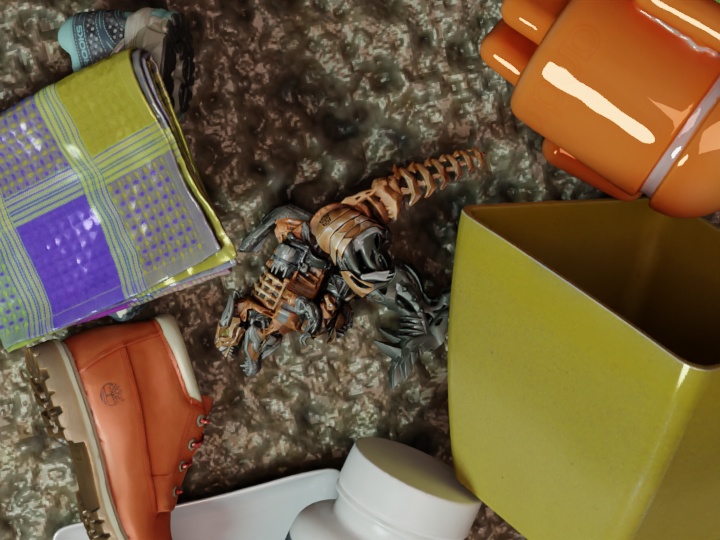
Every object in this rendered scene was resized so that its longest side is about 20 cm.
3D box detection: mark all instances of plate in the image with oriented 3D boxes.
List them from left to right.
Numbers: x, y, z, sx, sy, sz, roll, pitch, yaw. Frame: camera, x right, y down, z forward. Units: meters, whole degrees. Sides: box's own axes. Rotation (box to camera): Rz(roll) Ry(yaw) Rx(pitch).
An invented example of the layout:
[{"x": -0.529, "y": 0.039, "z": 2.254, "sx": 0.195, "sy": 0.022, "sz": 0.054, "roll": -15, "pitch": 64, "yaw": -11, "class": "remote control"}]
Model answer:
[{"x": -0.092, "y": 0.240, "z": 1.233, "sx": 0.199, "sy": 0.032, "sz": 0.200, "roll": -12, "pitch": 107, "yaw": -4, "class": "plate"}]

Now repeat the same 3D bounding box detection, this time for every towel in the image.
[{"x": -0.175, "y": -0.039, "z": 1.093, "sx": 0.199, "sy": 0.023, "sz": 0.144, "roll": -19, "pitch": 98, "yaw": 30, "class": "towel"}]

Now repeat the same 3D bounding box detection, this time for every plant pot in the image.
[{"x": 0.168, "y": 0.079, "z": 1.112, "sx": 0.199, "sy": 0.200, "sz": 0.177, "roll": -5, "pitch": 120, "yaw": -41, "class": "plant pot"}]

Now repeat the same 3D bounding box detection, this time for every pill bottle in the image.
[{"x": -0.004, "y": 0.215, "z": 1.160, "sx": 0.119, "sy": 0.120, "sz": 0.201, "roll": 21, "pitch": 100, "yaw": -13, "class": "pill bottle"}]

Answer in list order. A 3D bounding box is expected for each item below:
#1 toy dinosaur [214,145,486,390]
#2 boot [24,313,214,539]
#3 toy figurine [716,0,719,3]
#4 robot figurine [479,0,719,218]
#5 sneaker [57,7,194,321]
[{"x": 0.000, "y": 0.000, "z": 1.151, "sx": 0.136, "sy": 0.102, "sz": 0.200, "roll": 47, "pitch": 118, "yaw": 0, "class": "toy dinosaur"}, {"x": -0.132, "y": 0.127, "z": 1.155, "sx": 0.107, "sy": 0.075, "sz": 0.201, "roll": -20, "pitch": 101, "yaw": -22, "class": "boot"}, {"x": 0.301, "y": -0.127, "z": 1.101, "sx": 0.149, "sy": 0.184, "sz": 0.201, "roll": -2, "pitch": 107, "yaw": -7, "class": "toy figurine"}, {"x": 0.173, "y": -0.109, "z": 1.111, "sx": 0.200, "sy": 0.117, "sz": 0.144, "roll": 35, "pitch": 104, "yaw": 7, "class": "robot figurine"}, {"x": -0.154, "y": -0.068, "z": 1.128, "sx": 0.086, "sy": 0.078, "sz": 0.201, "roll": 11, "pitch": 108, "yaw": 13, "class": "sneaker"}]
